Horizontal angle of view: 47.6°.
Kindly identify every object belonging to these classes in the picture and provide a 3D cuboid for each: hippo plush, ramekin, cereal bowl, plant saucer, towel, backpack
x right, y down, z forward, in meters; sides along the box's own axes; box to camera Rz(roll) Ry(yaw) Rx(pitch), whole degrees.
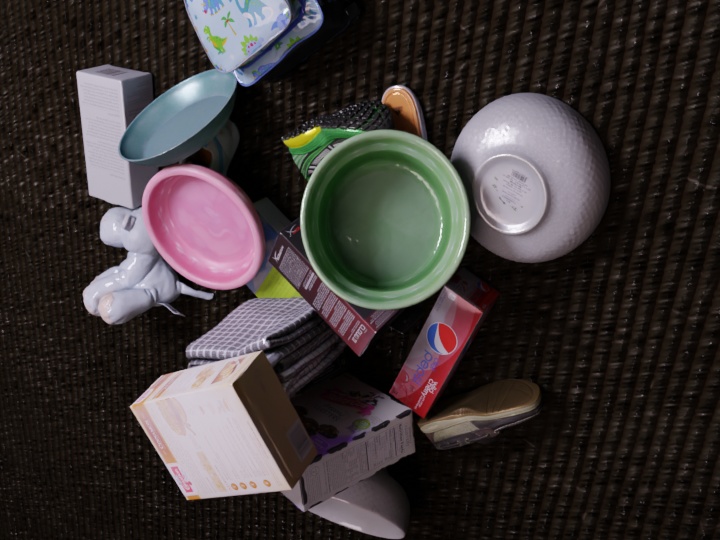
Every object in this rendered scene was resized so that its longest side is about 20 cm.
[{"bbox_3d":[-0.369,-0.016,1.320,0.196,0.159,0.165,11,117,30],"label":"hippo plush"},{"bbox_3d":[0.029,-0.058,0.972,0.194,0.098,0.206,0,91,1],"label":"ramekin"},{"bbox_3d":[-0.013,0.332,1.243,0.195,0.085,0.201,18,154,9],"label":"cereal bowl"},{"bbox_3d":[-0.250,-0.209,1.152,0.196,0.202,0.036,-3,136,34],"label":"plant saucer"},{"bbox_3d":[-0.126,0.097,1.124,0.162,0.199,0.088,-1,109,31],"label":"towel"},{"bbox_3d":[0.187,-0.100,0.962,0.196,0.083,0.205,15,118,29],"label":"cereal bowl"},{"bbox_3d":[-0.221,-0.068,1.183,0.196,0.051,0.204,13,129,17],"label":"plant saucer"},{"bbox_3d":[-0.131,-0.358,1.023,0.181,0.146,0.203,-27,92,36],"label":"backpack"}]

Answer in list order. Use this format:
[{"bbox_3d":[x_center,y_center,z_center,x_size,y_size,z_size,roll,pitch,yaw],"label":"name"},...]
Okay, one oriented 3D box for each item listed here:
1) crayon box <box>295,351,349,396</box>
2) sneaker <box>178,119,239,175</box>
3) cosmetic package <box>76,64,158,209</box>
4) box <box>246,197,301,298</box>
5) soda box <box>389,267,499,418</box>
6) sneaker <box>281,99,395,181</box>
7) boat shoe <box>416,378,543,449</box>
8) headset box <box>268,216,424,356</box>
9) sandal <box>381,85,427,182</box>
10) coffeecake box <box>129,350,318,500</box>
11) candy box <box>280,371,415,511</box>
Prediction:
[{"bbox_3d":[-0.129,0.169,1.258,0.197,0.125,0.053,-24,89,38],"label":"crayon box"},{"bbox_3d":[-0.243,-0.134,1.235,0.075,0.081,0.204,28,124,18],"label":"sneaker"},{"bbox_3d":[-0.382,-0.213,1.299,0.099,0.071,0.205,17,118,26],"label":"cosmetic package"},{"bbox_3d":[-0.127,-0.011,1.231,0.200,0.047,0.122,46,127,8],"label":"box"},{"bbox_3d":[0.111,0.100,1.106,0.063,0.070,0.203,33,125,14],"label":"soda box"},{"bbox_3d":[-0.019,-0.166,1.076,0.198,0.078,0.087,-4,120,53],"label":"sneaker"},{"bbox_3d":[0.169,0.201,1.119,0.197,0.073,0.066,-19,111,41],"label":"boat shoe"},{"bbox_3d":[0.000,0.000,1.081,0.200,0.148,0.075,46,146,9],"label":"headset box"},{"bbox_3d":[0.054,-0.128,1.053,0.078,0.059,0.212,-5,107,35],"label":"sandal"},{"bbox_3d":[-0.174,0.201,1.034,0.197,0.073,0.156,-16,109,36],"label":"coffeecake box"},{"bbox_3d":[-0.047,0.234,1.160,0.166,0.197,0.073,20,123,50],"label":"candy box"}]
